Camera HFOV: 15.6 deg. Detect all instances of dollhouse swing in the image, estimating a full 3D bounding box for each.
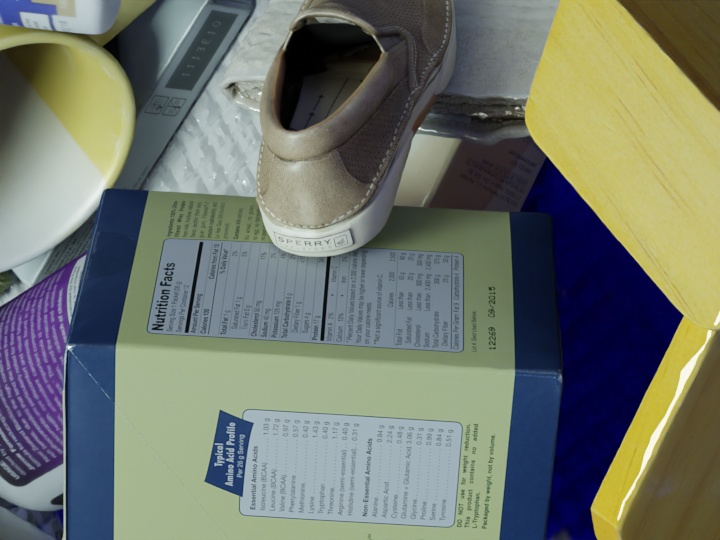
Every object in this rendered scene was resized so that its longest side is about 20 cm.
[{"bbox_3d":[0.140,0.000,1.102,0.182,0.199,0.176,51,117,28],"label":"dollhouse swing"}]

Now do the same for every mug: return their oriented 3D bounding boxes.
[{"bbox_3d":[-0.203,-0.105,1.381,0.153,0.186,0.150,47,147,38],"label":"mug"}]

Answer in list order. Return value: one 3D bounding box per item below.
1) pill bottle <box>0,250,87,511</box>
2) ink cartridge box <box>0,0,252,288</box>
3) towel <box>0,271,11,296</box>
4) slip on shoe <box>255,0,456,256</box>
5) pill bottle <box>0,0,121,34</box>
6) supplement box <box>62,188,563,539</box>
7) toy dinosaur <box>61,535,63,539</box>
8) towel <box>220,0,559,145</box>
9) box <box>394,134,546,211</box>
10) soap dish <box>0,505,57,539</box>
[{"bbox_3d":[-0.149,0.059,1.376,0.200,0.111,0.112,-30,70,32],"label":"pill bottle"},{"bbox_3d":[-0.168,-0.120,1.444,0.174,0.043,0.200,46,114,28],"label":"ink cartridge box"},{"bbox_3d":[-0.276,-0.053,1.427,0.036,0.200,0.149,-41,64,11],"label":"towel"},{"bbox_3d":[-0.006,-0.091,1.134,0.076,0.201,0.061,0,131,18],"label":"slip on shoe"},{"bbox_3d":[-0.212,-0.183,1.261,0.199,0.120,0.121,6,91,1],"label":"pill bottle"},{"bbox_3d":[-0.022,0.086,1.128,0.198,0.134,0.201,4,119,0],"label":"supplement box"},{"bbox_3d":[-0.108,0.150,1.350,0.101,0.058,0.201,11,125,57],"label":"toy dinosaur"},{"bbox_3d":[0.047,-0.117,1.216,0.199,0.035,0.133,7,48,23],"label":"towel"},{"bbox_3d":[0.000,0.000,1.262,0.095,0.078,0.201,26,91,35],"label":"box"},{"bbox_3d":[-0.246,0.168,1.391,0.157,0.200,0.082,-11,55,36],"label":"soap dish"}]
